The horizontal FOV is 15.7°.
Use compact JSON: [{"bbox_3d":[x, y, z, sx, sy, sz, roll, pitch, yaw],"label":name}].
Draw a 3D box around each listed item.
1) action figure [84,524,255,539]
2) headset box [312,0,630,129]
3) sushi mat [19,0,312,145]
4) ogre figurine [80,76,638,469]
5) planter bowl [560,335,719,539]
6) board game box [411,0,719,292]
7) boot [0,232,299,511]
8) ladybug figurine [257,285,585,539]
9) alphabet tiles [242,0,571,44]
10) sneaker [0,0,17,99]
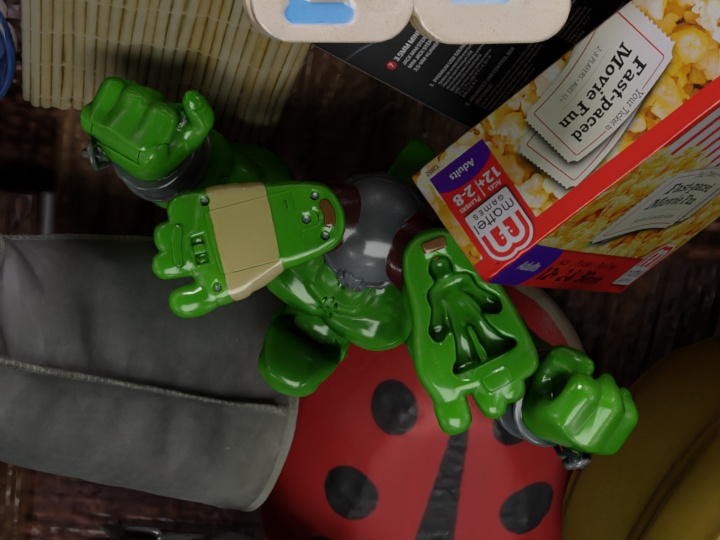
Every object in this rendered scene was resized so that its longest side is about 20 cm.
[{"bbox_3d":[-0.049,0.157,1.022,0.130,0.069,0.200,22,152,14],"label":"action figure"},{"bbox_3d":[0.009,-0.151,0.846,0.200,0.075,0.149,26,122,-20],"label":"headset box"},{"bbox_3d":[-0.065,-0.075,0.858,0.095,0.012,0.200,9,169,-6],"label":"sushi mat"},{"bbox_3d":[0.000,0.000,0.899,0.199,0.120,0.098,12,91,0],"label":"ogre figurine"},{"bbox_3d":[0.136,0.087,0.997,0.083,0.200,0.201,37,129,25],"label":"planter bowl"},{"bbox_3d":[0.129,-0.070,0.860,0.200,0.151,0.046,-39,75,17],"label":"board game box"},{"bbox_3d":[-0.113,0.063,0.919,0.200,0.072,0.182,20,84,-52],"label":"boot"},{"bbox_3d":[0.026,0.082,1.021,0.135,0.072,0.200,3,126,-4],"label":"ladybug figurine"},{"bbox_3d":[0.014,-0.167,0.761,0.195,0.015,0.201,-2,96,-16],"label":"alphabet tiles"},{"bbox_3d":[-0.212,-0.087,0.866,0.199,0.089,0.079,7,97,-11],"label":"sneaker"}]
